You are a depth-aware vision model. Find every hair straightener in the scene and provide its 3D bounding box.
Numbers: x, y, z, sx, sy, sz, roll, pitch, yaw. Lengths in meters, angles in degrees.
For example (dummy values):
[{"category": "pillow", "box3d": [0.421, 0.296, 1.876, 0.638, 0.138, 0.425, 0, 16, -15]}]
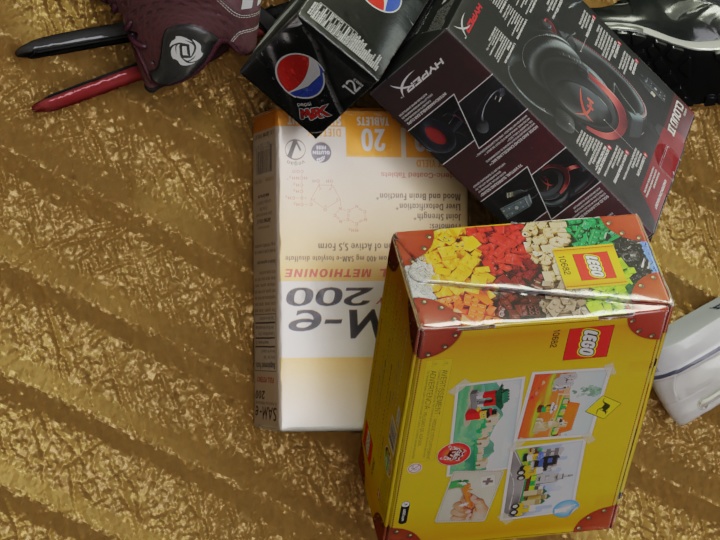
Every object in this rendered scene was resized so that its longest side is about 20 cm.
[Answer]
[{"category": "hair straightener", "box3d": [-0.120, -0.163, 1.559, 0.200, 0.041, 0.077, -20, 92, -9]}]

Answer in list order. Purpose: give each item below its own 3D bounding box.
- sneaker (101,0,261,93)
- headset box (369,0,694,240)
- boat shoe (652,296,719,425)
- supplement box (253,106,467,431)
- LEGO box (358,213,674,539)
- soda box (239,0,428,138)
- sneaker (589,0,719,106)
[{"category": "sneaker", "box3d": [-0.150, -0.164, 1.507, 0.200, 0.076, 0.116, 11, 119, 19]}, {"category": "headset box", "box3d": [0.117, -0.095, 1.545, 0.200, 0.075, 0.149, 43, 36, -13]}, {"category": "boat shoe", "box3d": [0.280, 0.036, 1.644, 0.200, 0.072, 0.066, -28, 99, -13]}, {"category": "supplement box", "box3d": [0.000, 0.000, 1.570, 0.126, 0.074, 0.201, -1, 89, -15]}, {"category": "LEGO box", "box3d": [0.086, 0.068, 1.468, 0.149, 0.200, 0.077, -4, 46, -13]}, {"category": "soda box", "box3d": [0.003, -0.171, 1.529, 0.063, 0.071, 0.200, 41, 43, -9]}, {"category": "sneaker", "box3d": [0.211, -0.158, 1.644, 0.199, 0.076, 0.088, 3, 52, -3]}]
